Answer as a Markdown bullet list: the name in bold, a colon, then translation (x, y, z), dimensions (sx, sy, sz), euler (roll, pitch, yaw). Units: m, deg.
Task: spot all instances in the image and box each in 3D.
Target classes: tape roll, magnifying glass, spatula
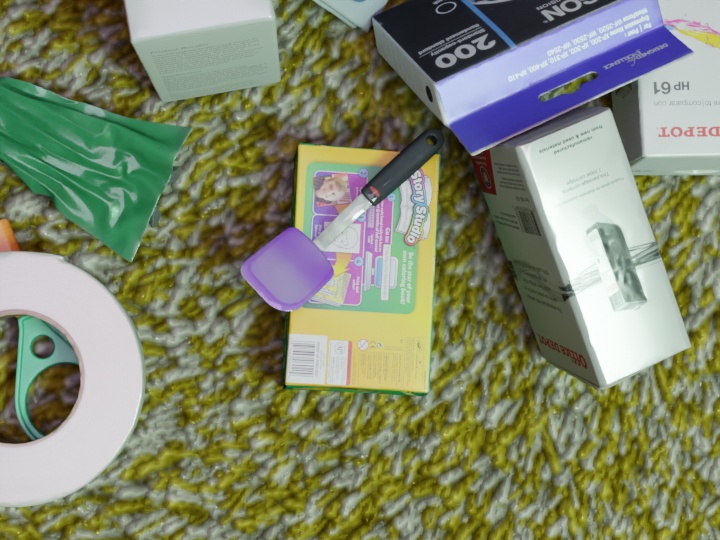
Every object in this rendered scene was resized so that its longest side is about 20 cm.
- **tape roll**: translation (-0.270, 0.085, 1.106), dimensions (0.202, 0.037, 0.204), euler (0, 87, -5)
- **magnifying glass**: translation (-0.261, 0.055, 1.135), dimensions (0.079, 0.022, 0.201), euler (-22, 87, -7)
- **spatula**: translation (-0.006, -0.045, 1.112), dimensions (0.200, 0.021, 0.057), euler (-42, 87, -9)

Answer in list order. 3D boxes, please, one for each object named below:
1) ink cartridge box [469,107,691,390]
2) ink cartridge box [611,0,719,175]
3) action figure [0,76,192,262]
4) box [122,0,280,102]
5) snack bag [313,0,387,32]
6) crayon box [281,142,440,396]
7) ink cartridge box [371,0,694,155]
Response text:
- **ink cartridge box**: translation (0.170, -0.022, 1.107), dimensions (0.083, 0.144, 0.201), euler (-22, 100, -8)
- **ink cartridge box**: translation (0.291, -0.185, 1.184), dimensions (0.144, 0.085, 0.201), euler (-2, 86, -6)
- **action figure**: translation (-0.248, -0.101, 1.135), dimensions (0.199, 0.055, 0.119), euler (25, 84, 4)
- **box**: translation (-0.128, -0.231, 1.083), dimensions (0.106, 0.200, 0.153), euler (-10, 84, -3)
- **snack bag**: translation (0.014, -0.299, 1.102), dimensions (0.021, 0.188, 0.201), euler (32, 97, 22)
- **crayon box**: translation (0.000, 0.000, 1.149), dimensions (0.118, 0.058, 0.201), euler (4, 84, -6)
- **ink cartridge box**: translation (0.132, -0.191, 1.122), dimensions (0.198, 0.200, 0.043), euler (-25, 129, -7)
